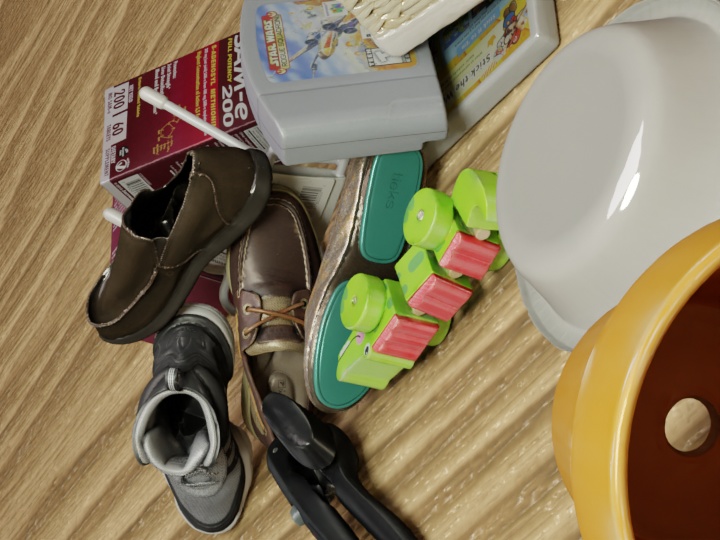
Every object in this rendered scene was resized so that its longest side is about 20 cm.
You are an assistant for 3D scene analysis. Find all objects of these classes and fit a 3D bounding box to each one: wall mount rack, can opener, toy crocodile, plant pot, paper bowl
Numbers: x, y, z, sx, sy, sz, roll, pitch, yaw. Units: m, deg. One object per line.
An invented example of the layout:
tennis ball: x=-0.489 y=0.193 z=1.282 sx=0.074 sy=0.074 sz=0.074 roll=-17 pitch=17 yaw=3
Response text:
wall mount rack: x=-0.089 y=-0.058 z=1.207 sx=0.075 sy=0.173 sz=0.201 roll=-111 pitch=35 yaw=-44
can opener: x=-0.014 y=0.159 z=1.082 sx=0.063 sy=0.079 sz=0.200 roll=-50 pitch=40 yaw=8
toy crocodile: x=0.044 y=0.009 z=1.054 sx=0.200 sy=0.067 sz=0.062 roll=-54 pitch=33 yaw=32
plant pot: x=0.166 y=0.070 z=0.678 sx=0.183 sy=0.199 sz=0.201 roll=-177 pitch=103 yaw=-78
paper bowl: x=0.147 y=-0.050 z=0.859 sx=0.201 sy=0.104 sz=0.202 roll=-41 pitch=41 yaw=48

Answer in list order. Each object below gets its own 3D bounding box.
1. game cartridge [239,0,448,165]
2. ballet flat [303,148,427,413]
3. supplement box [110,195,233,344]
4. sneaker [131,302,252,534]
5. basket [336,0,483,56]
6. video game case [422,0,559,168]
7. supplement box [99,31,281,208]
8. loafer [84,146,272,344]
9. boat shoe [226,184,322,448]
game cartridge: x=-0.018 y=-0.153 z=1.152 sx=0.201 sy=0.132 sz=0.042 roll=-102 pitch=10 yaw=-46
ballet flat: x=0.000 y=0.000 z=1.145 sx=0.067 sy=0.068 sz=0.201 roll=21 pitch=93 yaw=67
supplement box: x=-0.163 y=-0.043 z=1.456 sx=0.110 sy=0.085 sz=0.201 roll=-45 pitch=37 yaw=40
sneaker: x=-0.127 y=0.133 z=1.204 sx=0.114 sy=0.075 sz=0.201 roll=-78 pitch=-13 yaw=-61
basket: x=0.036 y=-0.292 z=1.091 sx=0.200 sy=0.161 sz=0.199 roll=-33 pitch=44 yaw=25
video game case: x=0.068 y=-0.177 z=1.173 sx=0.200 sy=0.023 sz=0.183 roll=-42 pitch=40 yaw=44
supplement box: x=-0.119 y=-0.131 z=1.360 sx=0.199 sy=0.061 sz=0.109 roll=-20 pitch=52 yaw=20
loafer: x=-0.144 y=-0.026 z=1.157 sx=0.200 sy=0.071 sz=0.073 roll=-46 pitch=39 yaw=29
boat shoe: x=-0.057 y=0.041 z=1.166 sx=0.072 sy=0.072 sz=0.201 roll=-126 pitch=36 yaw=-69
